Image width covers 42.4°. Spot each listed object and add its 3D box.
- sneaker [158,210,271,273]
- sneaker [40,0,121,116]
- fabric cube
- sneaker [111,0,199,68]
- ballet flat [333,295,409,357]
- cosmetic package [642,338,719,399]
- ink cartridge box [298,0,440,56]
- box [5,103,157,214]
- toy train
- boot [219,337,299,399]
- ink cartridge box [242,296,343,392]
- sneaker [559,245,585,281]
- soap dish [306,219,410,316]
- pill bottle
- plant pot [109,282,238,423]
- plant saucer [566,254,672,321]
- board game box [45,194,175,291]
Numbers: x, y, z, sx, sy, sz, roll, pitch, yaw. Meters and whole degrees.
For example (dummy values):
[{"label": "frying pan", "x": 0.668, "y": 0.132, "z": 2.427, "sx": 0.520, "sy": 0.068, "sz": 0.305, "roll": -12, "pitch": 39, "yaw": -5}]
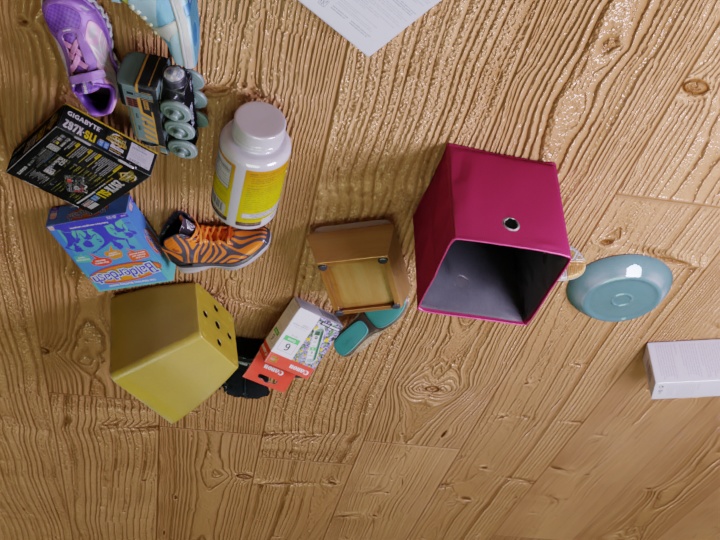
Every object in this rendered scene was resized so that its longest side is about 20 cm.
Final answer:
[{"label": "sneaker", "x": -0.261, "y": -0.055, "z": 1.603, "sx": 0.200, "sy": 0.078, "sz": 0.112, "roll": -14, "pitch": 142, "yaw": 18}, {"label": "sneaker", "x": -0.380, "y": -0.292, "z": 1.281, "sx": 0.080, "sy": 0.089, "sz": 0.200, "roll": -5, "pitch": 142, "yaw": 9}, {"label": "fabric cube", "x": 0.205, "y": -0.056, "z": 1.502, "sx": 0.196, "sy": 0.200, "sz": 0.200, "roll": 9, "pitch": 142, "yaw": -10}, {"label": "sneaker", "x": -0.285, "y": -0.352, "z": 1.213, "sx": 0.130, "sy": 0.080, "sz": 0.200, "roll": -4, "pitch": 133, "yaw": 2}, {"label": "ballet flat", "x": 0.027, "y": 0.097, "z": 1.818, "sx": 0.200, "sy": 0.071, "sz": 0.065, "roll": -38, "pitch": 169, "yaw": 27}, {"label": "cosmetic package", "x": 0.699, "y": 0.203, "z": 1.924, "sx": 0.200, "sy": 0.102, "sz": 0.071, "roll": -3, "pitch": 143, "yaw": 6}, {"label": "ink cartridge box", "x": 0.013, "y": -0.392, "z": 1.186, "sx": 0.200, "sy": 0.041, "sz": 0.199, "roll": -30, "pitch": 133, "yaw": 34}, {"label": "box", "x": -0.437, "y": -0.168, "z": 1.446, "sx": 0.160, "sy": 0.049, "sz": 0.200, "roll": 26, "pitch": 149, "yaw": -32}, {"label": "toy train", "x": -0.287, "y": -0.237, "z": 1.350, "sx": 0.114, "sy": 0.085, "sz": 0.200, "roll": 15, "pitch": 157, "yaw": 1}, {"label": "boot", "x": -0.204, "y": 0.219, "z": 1.971, "sx": 0.198, "sy": 0.073, "sz": 0.163, "roll": 12, "pitch": 140, "yaw": -4}, {"label": "ink cartridge box", "x": -0.135, "y": 0.160, "z": 1.836, "sx": 0.109, "sy": 0.050, "sz": 0.200, "roll": 27, "pitch": 104, "yaw": -31}, {"label": "sneaker", "x": 0.306, "y": -0.003, "z": 1.691, "sx": 0.200, "sy": 0.076, "sz": 0.088, "roll": -2, "pitch": 159, "yaw": 9}, {"label": "soap dish", "x": 0.000, "y": 0.000, "z": 1.673, "sx": 0.157, "sy": 0.081, "sz": 0.200, "roll": -6, "pitch": 144, "yaw": 8}, {"label": "pill bottle", "x": -0.169, "y": -0.163, "z": 1.434, "sx": 0.109, "sy": 0.109, "sz": 0.200, "roll": 8, "pitch": 143, "yaw": -11}, {"label": "plant pot", "x": -0.347, "y": 0.139, "z": 1.781, "sx": 0.176, "sy": 0.200, "sz": 0.200, "roll": -25, "pitch": 137, "yaw": 12}, {"label": "plant saucer", "x": 0.495, "y": 0.044, "z": 1.768, "sx": 0.200, "sy": 0.036, "sz": 0.200, "roll": 0, "pitch": 143, "yaw": 0}, {"label": "board game box", "x": -0.437, "y": -0.044, "z": 1.645, "sx": 0.152, "sy": 0.045, "sz": 0.200, "roll": -9, "pitch": 143, "yaw": 12}]
